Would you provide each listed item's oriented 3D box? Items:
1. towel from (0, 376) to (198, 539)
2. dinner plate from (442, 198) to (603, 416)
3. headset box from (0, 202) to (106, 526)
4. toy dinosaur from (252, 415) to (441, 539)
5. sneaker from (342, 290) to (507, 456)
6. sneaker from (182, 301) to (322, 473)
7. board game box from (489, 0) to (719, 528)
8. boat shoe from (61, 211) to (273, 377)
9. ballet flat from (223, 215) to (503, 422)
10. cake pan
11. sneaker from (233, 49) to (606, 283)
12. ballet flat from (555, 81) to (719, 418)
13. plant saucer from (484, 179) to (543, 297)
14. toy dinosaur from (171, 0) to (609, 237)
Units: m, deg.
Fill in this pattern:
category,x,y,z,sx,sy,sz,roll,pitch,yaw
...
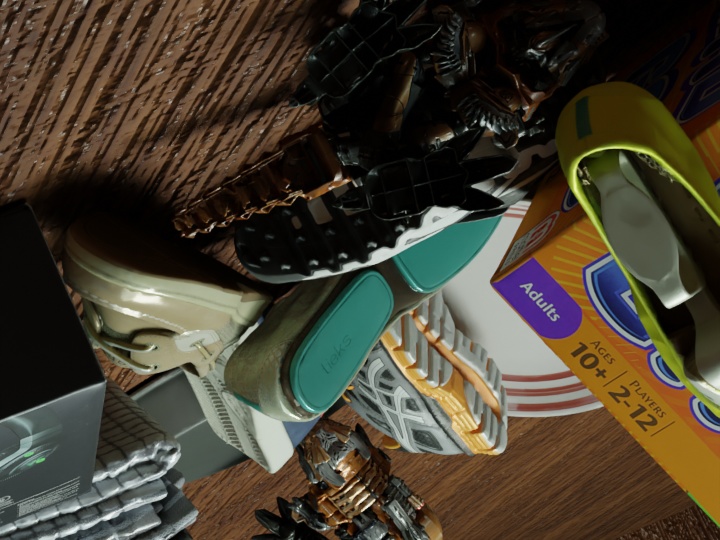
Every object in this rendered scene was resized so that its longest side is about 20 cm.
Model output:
category,x,y,z,sx,sy,sz,roll,pitch,yaw
towel,-0.195,0.139,1.159,0.200,0.086,0.166,-22,-162,-18
dinner plate,0.087,0.019,1.260,0.200,0.024,0.200,6,139,5
headset box,-0.214,0.067,0.978,0.174,0.093,0.200,-21,165,-15
toy dinosaur,0.006,0.172,1.408,0.102,0.200,0.136,-26,-158,-27
sneaker,0.016,0.049,1.233,0.077,0.078,0.200,-11,136,24
sneaker,-0.055,0.039,1.222,0.085,0.075,0.200,-50,162,-17
board game box,0.220,-0.022,1.031,0.200,0.200,0.200,-38,-168,33
boat shoe,-0.098,0.020,1.022,0.065,0.072,0.200,-59,167,2
ballet flat,0.000,0.000,1.123,0.062,0.067,0.200,5,-139,46
cake pan,-0.079,0.089,1.392,0.200,0.037,0.200,-24,166,-7
sneaker,0.035,-0.045,1.055,0.200,0.067,0.090,-29,163,6
ballet flat,0.144,0.011,0.911,0.067,0.200,0.067,-29,-163,21
plant saucer,0.186,-0.060,1.292,0.200,0.048,0.200,-13,161,-41
toy dinosaur,0.019,-0.062,0.938,0.200,0.102,0.136,-48,-178,1
